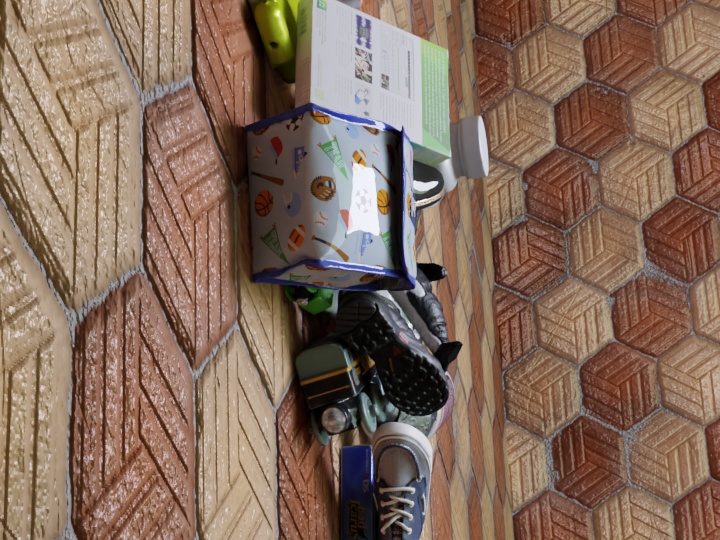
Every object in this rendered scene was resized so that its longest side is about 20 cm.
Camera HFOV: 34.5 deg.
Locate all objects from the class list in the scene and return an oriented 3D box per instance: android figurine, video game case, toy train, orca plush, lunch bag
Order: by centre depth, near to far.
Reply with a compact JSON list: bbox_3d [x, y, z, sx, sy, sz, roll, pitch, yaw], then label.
[{"bbox_3d":[-0.011,-0.068,1.204,0.199,0.123,0.172,9,76,-49],"label":"lunch bag"},{"bbox_3d":[-0.092,-0.316,1.292,0.183,0.041,0.201,-83,164,-45],"label":"android figurine"},{"bbox_3d":[-0.051,-0.043,1.311,0.056,0.041,0.202,33,46,-38],"label":"toy train"},{"bbox_3d":[-0.017,0.127,1.338,0.200,0.084,0.115,-27,101,-77],"label":"toy train"},{"bbox_3d":[0.073,0.017,1.362,0.201,0.071,0.106,55,-4,39],"label":"orca plush"},{"bbox_3d":[0.017,0.344,1.459,0.182,0.045,0.202,63,24,-61],"label":"video game case"}]

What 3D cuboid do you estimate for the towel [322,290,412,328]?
[{"bbox_3d":[0.000,0.000,1.414,0.199,0.030,0.151,26,52,-51],"label":"towel"}]

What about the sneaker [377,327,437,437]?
[{"bbox_3d":[0.059,0.161,1.484,0.104,0.060,0.201,45,48,-26],"label":"sneaker"}]

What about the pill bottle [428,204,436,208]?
[{"bbox_3d":[0.050,-0.189,1.712,0.111,0.109,0.203,-42,125,-75],"label":"pill bottle"}]

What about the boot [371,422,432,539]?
[{"bbox_3d":[0.049,0.268,1.359,0.201,0.072,0.091,78,16,-47],"label":"boot"}]

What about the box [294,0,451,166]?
[{"bbox_3d":[0.016,-0.213,1.304,0.198,0.036,0.146,16,63,-32],"label":"box"}]

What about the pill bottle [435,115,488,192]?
[{"bbox_3d":[0.071,-0.156,1.583,0.111,0.197,0.112,-6,90,-77],"label":"pill bottle"}]

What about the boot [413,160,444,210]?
[{"bbox_3d":[0.048,-0.149,1.406,0.198,0.139,0.078,3,46,-38],"label":"boot"}]

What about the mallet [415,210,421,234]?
[{"bbox_3d":[0.074,-0.045,1.675,0.066,0.041,0.203,-20,122,-79],"label":"mallet"}]

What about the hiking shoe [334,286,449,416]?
[{"bbox_3d":[0.040,0.080,1.325,0.201,0.075,0.101,54,17,-32],"label":"hiking shoe"}]

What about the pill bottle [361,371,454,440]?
[{"bbox_3d":[0.071,0.181,1.623,0.200,0.113,0.116,-4,88,-77],"label":"pill bottle"}]

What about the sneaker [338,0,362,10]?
[{"bbox_3d":[-0.034,-0.314,1.482,0.201,0.076,0.083,67,27,-52],"label":"sneaker"}]
